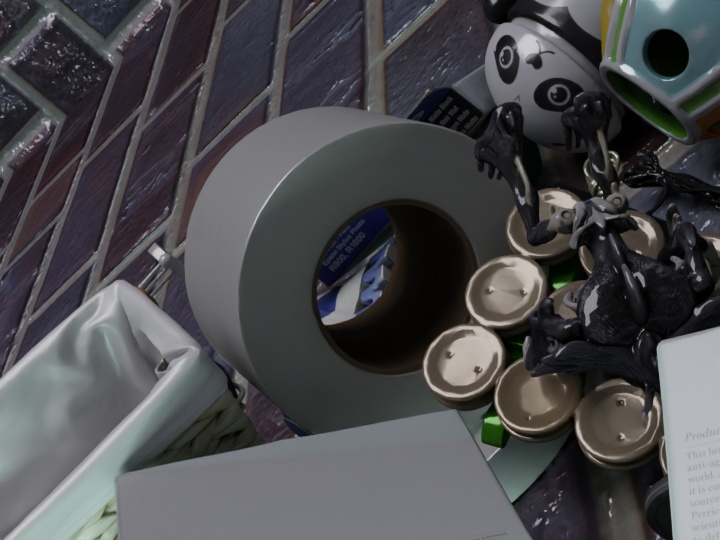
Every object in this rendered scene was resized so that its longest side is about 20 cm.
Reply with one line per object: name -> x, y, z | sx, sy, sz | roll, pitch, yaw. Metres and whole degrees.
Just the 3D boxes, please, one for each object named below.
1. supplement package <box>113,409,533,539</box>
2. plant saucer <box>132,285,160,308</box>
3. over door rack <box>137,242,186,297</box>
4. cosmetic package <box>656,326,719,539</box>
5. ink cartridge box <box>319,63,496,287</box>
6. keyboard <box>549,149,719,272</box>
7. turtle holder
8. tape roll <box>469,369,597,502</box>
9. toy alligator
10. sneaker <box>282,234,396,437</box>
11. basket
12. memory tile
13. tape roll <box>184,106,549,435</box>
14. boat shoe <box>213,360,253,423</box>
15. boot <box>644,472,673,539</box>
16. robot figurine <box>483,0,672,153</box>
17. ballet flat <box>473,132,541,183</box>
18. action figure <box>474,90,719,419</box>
supplement package -> -0.012, 0.189, 0.707 | 0.191, 0.147, 0.200 | -10, 21, -7
plant saucer -> -0.191, 0.105, 1.010 | 0.200, 0.037, 0.200 | -43, 29, 30
over door rack -> -0.132, 0.092, 1.152 | 0.148, 0.200, 0.067 | -48, 31, 0
cosmetic package -> 0.179, 0.116, 0.563 | 0.101, 0.071, 0.200 | -17, 53, 28
ink cartridge box -> 0.036, -0.075, 1.176 | 0.200, 0.041, 0.200 | -49, -5, 24
keyboard -> 0.175, -0.022, 0.932 | 0.127, 0.021, 0.200 | -42, 31, -10
turtle holder -> 0.207, -0.166, 0.924 | 0.132, 0.185, 0.141 | -50, 5, 0
tape roll -> 0.071, 0.088, 0.969 | 0.203, 0.037, 0.203 | -40, 24, 22
toy alligator -> 0.121, 0.024, 0.870 | 0.059, 0.054, 0.200 | 13, 64, 29
sneaker -> -0.009, 0.065, 1.126 | 0.115, 0.081, 0.200 | -33, 20, 46
basket -> -0.153, 0.127, 0.837 | 0.200, 0.123, 0.135 | -44, 35, -10
memory tile -> 0.144, 0.036, 0.806 | 0.200, 0.017, 0.153 | 19, 67, 32
tape roll -> 0.000, 0.000, 0.930 | 0.203, 0.203, 0.139 | -52, 22, -5
boat shoe -> -0.099, 0.119, 1.051 | 0.093, 0.200, 0.075 | -70, -18, 2
boot -> 0.221, 0.037, 0.716 | 0.200, 0.069, 0.174 | -30, 30, 19
robot figurine -> 0.180, -0.181, 1.075 | 0.200, 0.125, 0.150 | -49, 22, -4
ballet flat -> 0.091, -0.067, 1.075 | 0.071, 0.071, 0.200 | -43, 1, 17
action figure -> 0.131, 0.001, 0.761 | 0.119, 0.102, 0.200 | -20, 56, 5
